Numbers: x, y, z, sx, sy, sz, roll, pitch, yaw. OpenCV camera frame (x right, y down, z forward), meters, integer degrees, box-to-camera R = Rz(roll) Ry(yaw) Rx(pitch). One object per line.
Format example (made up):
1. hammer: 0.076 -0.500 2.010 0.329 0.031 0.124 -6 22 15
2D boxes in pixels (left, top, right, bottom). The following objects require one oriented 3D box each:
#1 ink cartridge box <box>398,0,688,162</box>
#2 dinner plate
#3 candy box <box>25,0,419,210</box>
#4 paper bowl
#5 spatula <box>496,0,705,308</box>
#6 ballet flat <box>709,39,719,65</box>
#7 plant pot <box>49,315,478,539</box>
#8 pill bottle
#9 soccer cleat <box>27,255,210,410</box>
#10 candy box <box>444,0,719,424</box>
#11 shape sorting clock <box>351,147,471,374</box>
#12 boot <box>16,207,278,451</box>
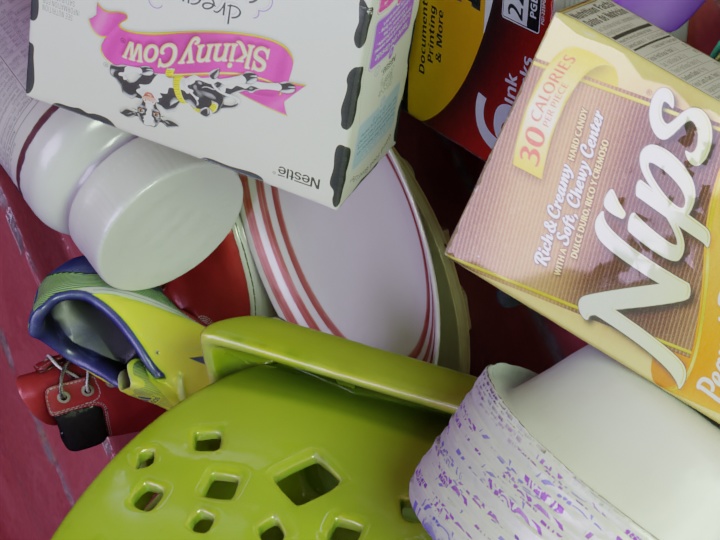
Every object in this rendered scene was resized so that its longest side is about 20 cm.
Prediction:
1. ink cartridge box: 0.069 -0.162 1.183 0.175 0.084 0.201 35 130 50
2. dinner plate: -0.008 -0.021 1.323 0.200 0.024 0.201 45 147 41
3. candy box: -0.058 -0.149 1.170 0.167 0.072 0.201 20 127 15
4. paper bowl: 0.128 0.106 1.086 0.105 0.200 0.201 -55 45 8
5. spatula: 0.106 -0.067 1.122 0.021 0.056 0.201 43 116 40
6. ballet flat: 0.151 -0.038 1.110 0.074 0.074 0.200 63 149 24
7. plant pot: -0.015 0.147 1.267 0.199 0.182 0.199 15 146 19
8. pill bottle: -0.152 -0.089 1.418 0.200 0.109 0.110 51 141 29
9. soccer cleat: -0.089 0.060 1.402 0.200 0.084 0.065 29 119 6
10. candy box: 0.145 -0.009 1.031 0.199 0.055 0.116 31 114 16
11. shape sorting clock: 0.000 0.000 1.400 0.200 0.039 0.201 46 147 43
12. boot: -0.122 0.033 1.481 0.200 0.144 0.073 102 153 -51
